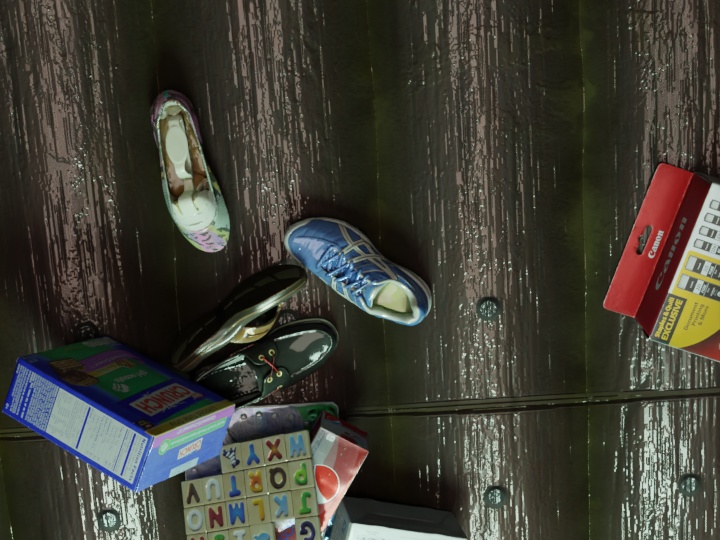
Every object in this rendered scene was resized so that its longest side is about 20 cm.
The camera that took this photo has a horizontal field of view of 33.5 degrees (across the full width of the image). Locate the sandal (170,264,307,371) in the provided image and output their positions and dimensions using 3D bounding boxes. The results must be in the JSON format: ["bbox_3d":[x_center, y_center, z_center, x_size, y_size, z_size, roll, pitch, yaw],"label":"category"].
[{"bbox_3d":[-0.140,0.063,1.440,0.200,0.082,0.055,-39,117,7],"label":"sandal"}]

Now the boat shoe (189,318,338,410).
[{"bbox_3d":[-0.119,0.122,1.461,0.201,0.063,0.074,-24,100,4],"label":"boat shoe"}]

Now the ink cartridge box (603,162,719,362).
[{"bbox_3d":[0.408,-0.006,1.422,0.175,0.084,0.201,17,103,-4],"label":"ink cartridge box"}]

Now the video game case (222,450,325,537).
[{"bbox_3d":[-0.118,0.332,1.506,0.142,0.019,0.201,13,102,-4],"label":"video game case"}]

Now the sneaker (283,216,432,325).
[{"bbox_3d":[0.000,0.000,1.424,0.200,0.077,0.076,28,103,-5],"label":"sneaker"}]

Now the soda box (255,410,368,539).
[{"bbox_3d":[-0.064,0.276,1.452,0.070,0.063,0.200,28,102,-6],"label":"soda box"}]

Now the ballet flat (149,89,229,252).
[{"bbox_3d":[-0.204,-0.111,1.398,0.069,0.071,0.201,-13,104,2],"label":"ballet flat"}]

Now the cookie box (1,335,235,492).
[{"bbox_3d":[-0.275,0.159,1.378,0.200,0.171,0.075,26,106,20],"label":"cookie box"}]

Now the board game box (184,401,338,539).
[{"bbox_3d":[-0.123,0.269,1.514,0.199,0.026,0.201,-3,104,1],"label":"board game box"}]

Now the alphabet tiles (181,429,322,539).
[{"bbox_3d":[-0.134,0.290,1.438,0.200,0.008,0.168,-15,76,30],"label":"alphabet tiles"}]

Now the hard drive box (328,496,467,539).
[{"bbox_3d":[0.029,0.399,1.506,0.155,0.077,0.201,12,103,-15],"label":"hard drive box"}]
